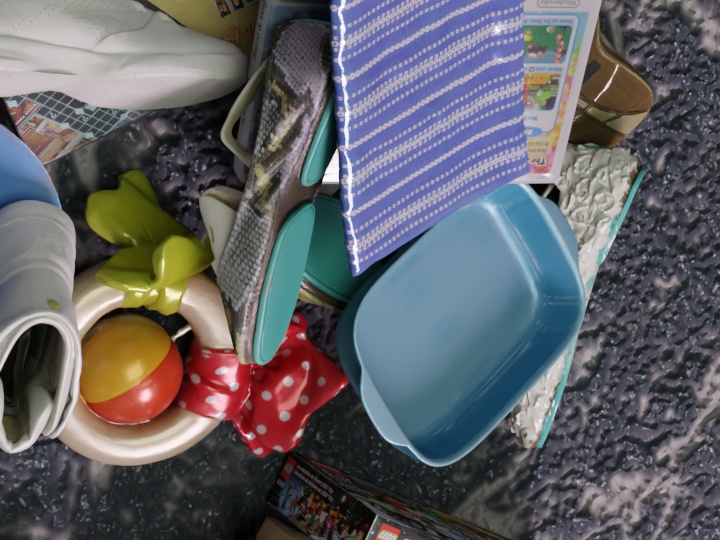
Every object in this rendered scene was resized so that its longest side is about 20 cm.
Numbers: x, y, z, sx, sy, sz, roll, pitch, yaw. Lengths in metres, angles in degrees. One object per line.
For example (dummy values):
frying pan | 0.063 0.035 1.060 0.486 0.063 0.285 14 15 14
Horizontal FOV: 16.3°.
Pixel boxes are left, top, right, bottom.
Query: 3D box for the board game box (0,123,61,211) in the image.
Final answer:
board game box | -0.265 -0.020 1.399 0.200 0.039 0.158 -24 129 2

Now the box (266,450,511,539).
box | 0.056 0.178 1.547 0.200 0.137 0.038 24 92 -27

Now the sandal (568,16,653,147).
sandal | 0.116 -0.139 1.538 0.080 0.054 0.200 -38 143 9

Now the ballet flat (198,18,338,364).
ballet flat | -0.051 -0.048 1.393 0.072 0.072 0.200 9 110 -26

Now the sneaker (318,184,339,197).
sneaker | 0.020 -0.117 1.508 0.080 0.070 0.200 30 94 -48

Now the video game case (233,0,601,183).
video game case | 0.037 -0.131 1.426 0.200 0.024 0.182 -1 123 -20

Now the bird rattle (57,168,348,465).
bird rattle | -0.115 0.045 1.485 0.163 0.113 0.200 -33 126 -3

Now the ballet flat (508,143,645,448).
ballet flat | 0.118 0.010 1.585 0.072 0.072 0.200 14 102 -26

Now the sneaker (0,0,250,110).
sneaker | -0.151 -0.139 1.390 0.200 0.075 0.089 4 74 -32

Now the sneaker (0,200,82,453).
sneaker | -0.208 0.071 1.380 0.074 0.116 0.200 14 124 -21

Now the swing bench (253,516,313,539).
swing bench | -0.038 0.277 1.535 0.200 0.130 0.199 34 86 -21

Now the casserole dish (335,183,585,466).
casserole dish | 0.056 0.029 1.489 0.200 0.039 0.121 -44 112 -35

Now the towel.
towel | 0.042 -0.108 1.376 0.145 0.024 0.200 -32 134 -34

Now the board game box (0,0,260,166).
board game box | -0.131 -0.161 1.447 0.200 0.035 0.136 -28 111 -17

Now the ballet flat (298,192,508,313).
ballet flat | 0.000 0.000 1.514 0.200 0.071 0.071 14 95 -38
